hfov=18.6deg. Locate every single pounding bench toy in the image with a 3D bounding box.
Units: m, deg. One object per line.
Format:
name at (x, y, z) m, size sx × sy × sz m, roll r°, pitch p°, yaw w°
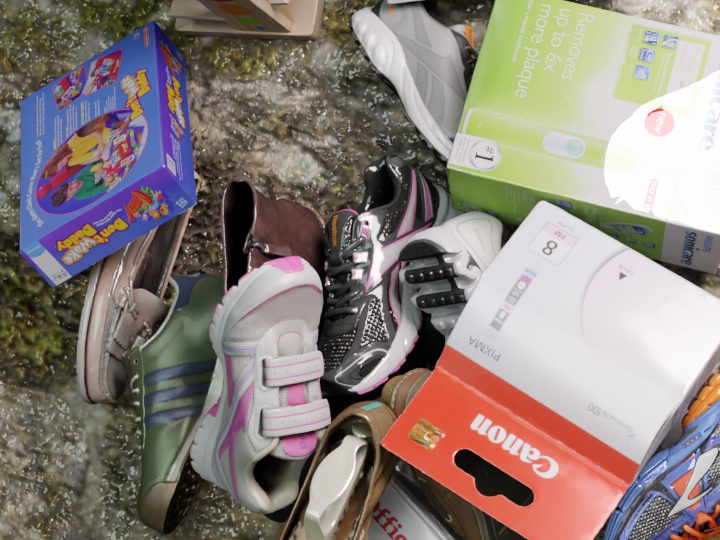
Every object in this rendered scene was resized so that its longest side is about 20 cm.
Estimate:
pounding bench toy at (-0.143, -0.266, 1.719) m, size 0.199 × 0.156 × 0.125 m, roll 5°, pitch 81°, yaw 24°

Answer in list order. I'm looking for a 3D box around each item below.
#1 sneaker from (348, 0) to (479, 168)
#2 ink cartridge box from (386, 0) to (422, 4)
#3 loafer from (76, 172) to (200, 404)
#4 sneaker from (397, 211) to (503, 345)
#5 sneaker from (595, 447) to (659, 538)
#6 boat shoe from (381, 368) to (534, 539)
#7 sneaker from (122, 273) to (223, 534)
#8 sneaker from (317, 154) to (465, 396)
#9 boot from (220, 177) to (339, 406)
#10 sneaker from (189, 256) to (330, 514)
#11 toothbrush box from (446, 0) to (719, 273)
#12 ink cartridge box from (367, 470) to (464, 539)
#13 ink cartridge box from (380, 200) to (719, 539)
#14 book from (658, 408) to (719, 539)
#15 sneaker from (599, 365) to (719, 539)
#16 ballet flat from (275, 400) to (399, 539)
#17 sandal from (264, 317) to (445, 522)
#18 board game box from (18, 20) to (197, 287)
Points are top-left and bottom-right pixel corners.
sneaker at (0.067, -0.135, 1.650) m, size 0.079 × 0.074 × 0.201 m, roll -34°, pitch 68°, yaw 7°
ink cartridge box at (0.118, -0.249, 1.641) m, size 0.199 × 0.044 × 0.094 m, roll -4°, pitch 35°, yaw 22°
loafer at (-0.174, 0.008, 1.723) m, size 0.063 × 0.072 × 0.201 m, roll 7°, pitch 78°, yaw 16°
sneaker at (0.097, 0.052, 1.572) m, size 0.075 × 0.081 × 0.201 m, roll -2°, pitch 114°, yaw 43°
sneaker at (0.166, 0.093, 1.563) m, size 0.082 × 0.074 × 0.201 m, roll -20°, pitch 54°, yaw 62°
boat shoe at (0.085, 0.151, 1.555) m, size 0.072 × 0.068 × 0.201 m, roll -37°, pitch 107°, yaw -27°
sneaker at (-0.144, 0.094, 1.685) m, size 0.089 × 0.067 × 0.201 m, roll 20°, pitch 80°, yaw 15°
sneaker at (0.000, 0.000, 1.599) m, size 0.080 × 0.086 × 0.201 m, roll -16°, pitch 40°, yaw 41°
boot at (-0.065, 0.044, 1.612) m, size 0.072 × 0.166 × 0.201 m, roll -4°, pitch 77°, yaw 22°
sneaker at (-0.055, 0.084, 1.520) m, size 0.088 × 0.081 × 0.201 m, roll 42°, pitch 134°, yaw 41°
toothbrush box at (0.175, -0.099, 1.553) m, size 0.199 × 0.086 × 0.146 m, roll 15°, pitch 73°, yaw 9°
ink cartridge box at (0.001, 0.261, 1.583) m, size 0.200 × 0.083 × 0.147 m, roll -46°, pitch 67°, yaw 8°
ink cartridge box at (0.132, 0.070, 1.462) m, size 0.162 × 0.057 × 0.200 m, roll 31°, pitch 64°, yaw 20°
book at (0.238, 0.206, 1.519) m, size 0.133 × 0.048 × 0.201 m, roll 27°, pitch 88°, yaw 27°
sneaker at (0.230, 0.150, 1.480) m, size 0.078 × 0.075 × 0.200 m, roll 37°, pitch 91°, yaw 25°
ballet flat at (-0.027, 0.180, 1.481) m, size 0.068 × 0.072 × 0.201 m, roll 22°, pitch 84°, yaw 18°
sandal at (0.008, 0.116, 1.606) m, size 0.200 × 0.076 × 0.043 m, roll -43°, pitch 32°, yaw 2°
board game box at (-0.199, -0.094, 1.712) m, size 0.134 × 0.045 × 0.200 m, roll -29°, pitch 37°, yaw 15°
